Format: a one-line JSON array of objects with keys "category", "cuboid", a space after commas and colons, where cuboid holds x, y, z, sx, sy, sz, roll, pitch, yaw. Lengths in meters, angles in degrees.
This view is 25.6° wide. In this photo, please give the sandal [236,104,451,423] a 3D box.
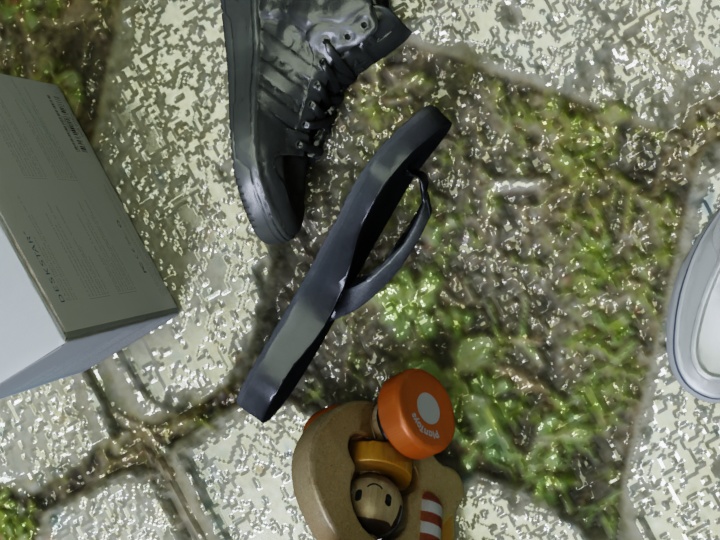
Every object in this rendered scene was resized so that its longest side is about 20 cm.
[{"category": "sandal", "cuboid": [0.000, 0.000, 0.869, 0.043, 0.076, 0.201, 32, 107, 8]}]

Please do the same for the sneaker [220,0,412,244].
[{"category": "sneaker", "cuboid": [-0.020, -0.120, 0.870, 0.103, 0.060, 0.203, -7, 87, 13]}]

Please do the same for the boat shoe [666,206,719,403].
[{"category": "boat shoe", "cuboid": [0.219, -0.022, 0.833, 0.073, 0.065, 0.202, 23, 95, 7]}]

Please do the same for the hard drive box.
[{"category": "hard drive box", "cuboid": [-0.186, -0.020, 0.830, 0.076, 0.200, 0.157, -30, 87, 8]}]

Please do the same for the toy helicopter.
[{"category": "toy helicopter", "cuboid": [0.032, 0.163, 0.848, 0.078, 0.132, 0.201, -27, 107, 37]}]
